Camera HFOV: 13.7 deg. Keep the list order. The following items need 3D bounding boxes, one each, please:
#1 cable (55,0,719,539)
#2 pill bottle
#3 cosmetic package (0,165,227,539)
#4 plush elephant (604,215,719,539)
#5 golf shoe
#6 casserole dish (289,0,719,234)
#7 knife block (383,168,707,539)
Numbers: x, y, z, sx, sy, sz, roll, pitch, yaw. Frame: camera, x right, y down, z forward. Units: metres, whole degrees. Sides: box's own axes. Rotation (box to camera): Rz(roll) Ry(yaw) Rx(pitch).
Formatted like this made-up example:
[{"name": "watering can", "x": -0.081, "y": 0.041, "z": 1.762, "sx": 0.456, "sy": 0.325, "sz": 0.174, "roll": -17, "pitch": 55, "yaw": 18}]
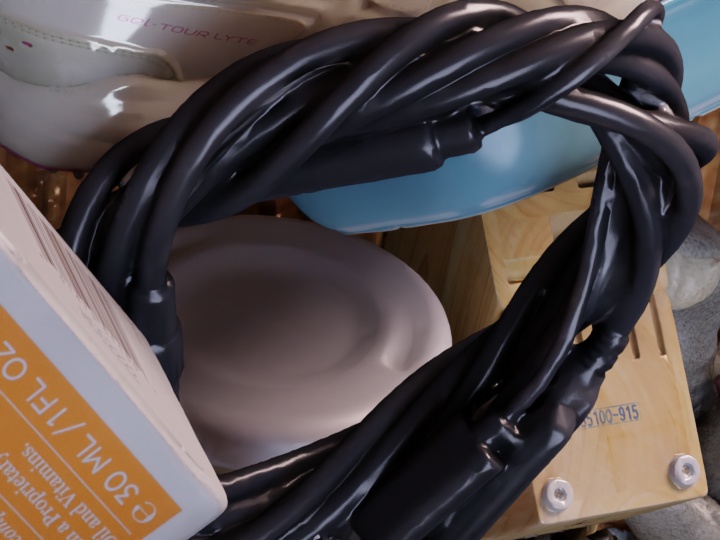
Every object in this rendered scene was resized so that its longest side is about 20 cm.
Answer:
[{"name": "cable", "x": 0.000, "y": 0.000, "z": 0.745, "sx": 0.163, "sy": 0.051, "sz": 0.200, "roll": 24, "pitch": 118, "yaw": -35}, {"name": "pill bottle", "x": -0.036, "y": 0.093, "z": 0.925, "sx": 0.111, "sy": 0.111, "sz": 0.201, "roll": -12, "pitch": 129, "yaw": -24}, {"name": "cosmetic package", "x": -0.142, "y": 0.061, "z": 0.653, "sx": 0.200, "sy": 0.071, "sz": 0.102, "roll": -36, "pitch": 129, "yaw": 3}, {"name": "plush elephant", "x": 0.155, "y": 0.092, "z": 1.010, "sx": 0.164, "sy": 0.155, "sz": 0.201, "roll": 6, "pitch": 120, "yaw": -35}, {"name": "golf shoe", "x": -0.004, "y": -0.086, "z": 0.737, "sx": 0.199, "sy": 0.075, "sz": 0.092, "roll": -16, "pitch": 130, "yaw": -19}, {"name": "casserole dish", "x": 0.060, "y": -0.055, "z": 0.847, "sx": 0.200, "sy": 0.121, "sz": 0.039, "roll": -25, "pitch": 100, "yaw": -33}, {"name": "knife block", "x": 0.033, "y": 0.043, "z": 0.976, "sx": 0.064, "sy": 0.201, "sz": 0.175, "roll": -7, "pitch": 172, "yaw": -29}]
